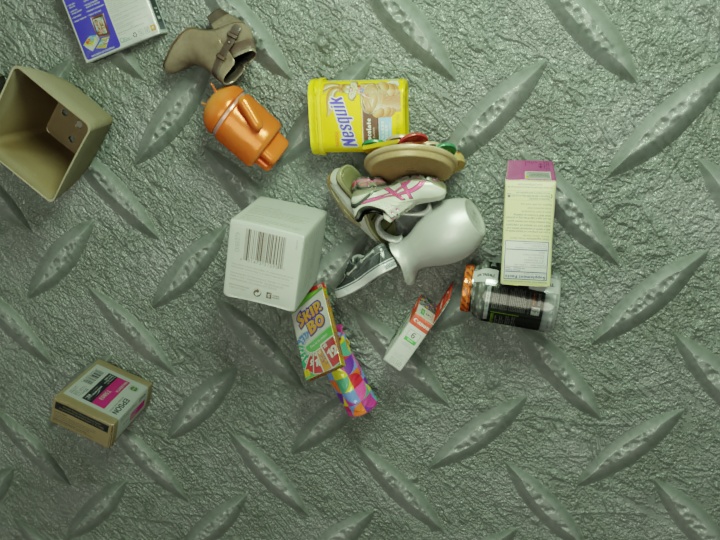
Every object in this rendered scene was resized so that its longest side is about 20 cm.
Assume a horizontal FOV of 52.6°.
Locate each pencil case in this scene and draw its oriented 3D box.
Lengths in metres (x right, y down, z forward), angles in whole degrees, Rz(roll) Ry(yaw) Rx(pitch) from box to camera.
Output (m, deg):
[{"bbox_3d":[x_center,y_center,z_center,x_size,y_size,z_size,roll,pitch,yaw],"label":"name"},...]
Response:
[{"bbox_3d":[-0.032,0.233,1.670,0.086,0.089,0.204,-20,104,18],"label":"pencil case"}]

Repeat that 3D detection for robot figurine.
[{"bbox_3d":[-0.243,-0.301,1.511,0.199,0.144,0.117,40,103,-10],"label":"robot figurine"}]

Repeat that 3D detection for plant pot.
[{"bbox_3d":[-0.656,-0.307,1.577,0.198,0.177,0.201,38,112,-3],"label":"plant pot"}]

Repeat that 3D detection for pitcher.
[{"bbox_3d":[0.141,-0.082,1.496,0.197,0.123,0.172,-29,116,28],"label":"pitcher"}]

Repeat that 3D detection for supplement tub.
[{"bbox_3d":[0.308,0.051,1.506,0.194,0.123,0.126,9,111,9],"label":"supplement tub"}]

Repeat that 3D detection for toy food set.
[{"bbox_3d":[0.102,-0.217,1.440,0.195,0.197,0.050,-4,75,25],"label":"toy food set"}]

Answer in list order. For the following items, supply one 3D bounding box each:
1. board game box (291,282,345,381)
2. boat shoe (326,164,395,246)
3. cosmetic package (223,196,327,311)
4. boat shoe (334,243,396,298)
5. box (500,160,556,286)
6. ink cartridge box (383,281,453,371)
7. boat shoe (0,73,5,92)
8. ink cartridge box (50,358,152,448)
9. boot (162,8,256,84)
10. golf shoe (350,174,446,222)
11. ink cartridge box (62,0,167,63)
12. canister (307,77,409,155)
[{"bbox_3d":[-0.100,0.133,1.623,0.094,0.030,0.205,-24,64,20],"label":"board game box"},{"bbox_3d":[0.003,-0.135,1.545,0.068,0.075,0.202,-7,124,50],"label":"boat shoe"},{"bbox_3d":[-0.178,-0.041,1.545,0.160,0.200,0.170,13,111,8],"label":"cosmetic package"},{"bbox_3d":[0.000,0.000,1.567,0.199,0.071,0.069,-34,81,52],"label":"boat shoe"},{"bbox_3d":[0.327,-0.096,1.421,0.094,0.176,0.206,3,109,12],"label":"box"},{"bbox_3d":[0.126,0.109,1.575,0.050,0.109,0.202,32,112,0],"label":"ink cartridge box"},{"bbox_3d":[-0.811,-0.349,1.665,0.071,0.075,0.205,9,119,-1],"label":"boat shoe"},{"bbox_3d":[-0.626,0.318,1.773,0.161,0.201,0.077,21,113,4],"label":"ink cartridge box"},{"bbox_3d":[-0.304,-0.434,1.483,0.199,0.070,0.148,-41,66,14],"label":"boot"},{"bbox_3d":[0.077,-0.139,1.457,0.194,0.073,0.095,-2,78,14],"label":"golf shoe"},{"bbox_3d":[-0.529,-0.568,1.531,0.193,0.044,0.205,-14,107,17],"label":"ink cartridge box"},{"bbox_3d":[-0.002,-0.313,1.474,0.194,0.087,0.153,1,110,11],"label":"canister"}]
